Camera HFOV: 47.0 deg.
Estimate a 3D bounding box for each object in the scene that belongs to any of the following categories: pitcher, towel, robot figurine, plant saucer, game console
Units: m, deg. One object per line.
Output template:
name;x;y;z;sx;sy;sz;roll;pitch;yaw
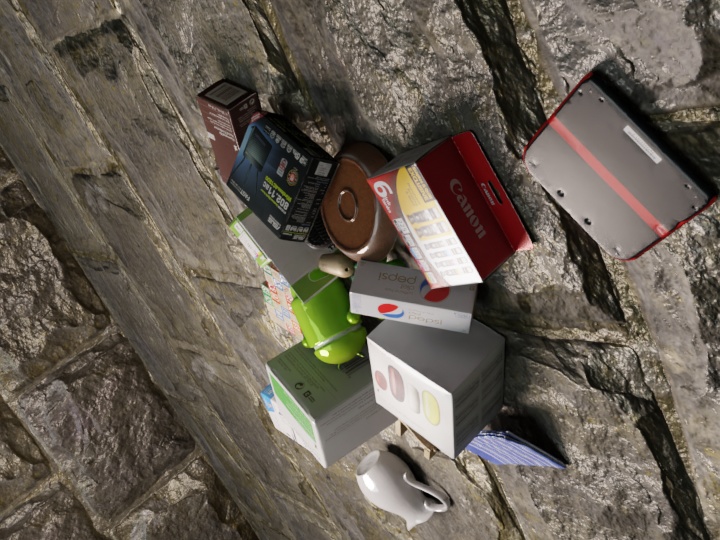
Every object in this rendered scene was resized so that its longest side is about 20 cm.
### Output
pitcher;0.101;0.511;1.948;0.200;0.121;0.171;45;133;-11
towel;0.259;0.329;1.510;0.144;0.024;0.200;30;159;-19
robot figurine;-0.063;0.096;1.645;0.175;0.115;0.201;-32;83;42
plant saucer;-0.010;-0.107;1.344;0.200;0.034;0.201;18;114;50
game console;0.296;-0.115;0.979;0.200;0.031;0.177;47;148;6

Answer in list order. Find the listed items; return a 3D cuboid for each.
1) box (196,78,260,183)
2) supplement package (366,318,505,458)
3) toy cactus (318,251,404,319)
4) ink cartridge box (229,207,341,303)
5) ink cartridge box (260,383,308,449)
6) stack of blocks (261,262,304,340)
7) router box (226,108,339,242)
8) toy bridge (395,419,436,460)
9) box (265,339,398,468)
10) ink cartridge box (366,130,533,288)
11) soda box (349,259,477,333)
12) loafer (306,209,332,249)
box;-0.229;-0.246;1.549;0.100;0.075;0.201;29;147;35
supplement package;0.133;0.178;1.442;0.191;0.147;0.201;31;148;32
toy cactus;0.000;0.000;1.454;0.164;0.102;0.201;5;129;29
ink cartridge box;-0.123;-0.053;1.537;0.200;0.148;0.076;53;158;-4
ink cartridge box;-0.156;0.385;2.191;0.200;0.086;0.147;25;143;42
stack of blocks;-0.158;0.048;1.812;0.115;0.059;0.201;31;146;34
router box;-0.136;-0.162;1.396;0.200;0.062;0.150;43;118;40
toy bridge;0.090;0.339;1.829;0.200;0.027;0.067;33;147;29
box;-0.058;0.254;1.734;0.199;0.200;0.172;42;154;40
ink cartridge box;0.129;-0.083;1.200;0.200;0.084;0.175;58;151;-12
soda box;0.086;0.041;1.334;0.199;0.068;0.064;10;147;8
loafer;-0.105;-0.118;1.484;0.071;0.073;0.201;72;176;-73
